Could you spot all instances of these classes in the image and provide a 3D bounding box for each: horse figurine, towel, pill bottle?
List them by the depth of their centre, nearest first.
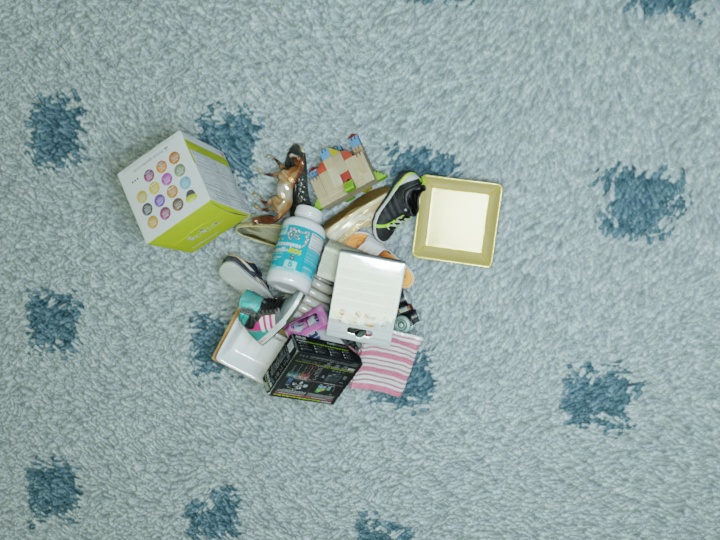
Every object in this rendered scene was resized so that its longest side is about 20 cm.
[{"bbox_3d":[-0.148,-0.051,1.665,0.109,0.111,0.203,12,73,8],"label":"pill bottle"},{"bbox_3d":[-0.206,-0.199,1.726,0.131,0.050,0.203,20,98,26],"label":"horse figurine"},{"bbox_3d":[0.062,0.228,1.727,0.144,0.030,0.202,11,124,-9],"label":"towel"}]

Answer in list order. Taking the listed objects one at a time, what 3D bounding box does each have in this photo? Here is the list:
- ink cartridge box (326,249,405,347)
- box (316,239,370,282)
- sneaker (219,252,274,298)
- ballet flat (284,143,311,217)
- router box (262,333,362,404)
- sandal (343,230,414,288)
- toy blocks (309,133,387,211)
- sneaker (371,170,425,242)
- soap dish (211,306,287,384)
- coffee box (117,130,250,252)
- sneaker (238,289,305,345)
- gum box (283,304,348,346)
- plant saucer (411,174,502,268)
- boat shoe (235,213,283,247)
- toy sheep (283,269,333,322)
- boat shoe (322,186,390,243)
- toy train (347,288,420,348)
[{"bbox_3d":[0.013,0.064,1.625,0.157,0.047,0.204,10,100,1],"label":"ink cartridge box"},{"bbox_3d":[0.000,0.000,1.678,0.197,0.068,0.083,21,109,0],"label":"box"},{"bbox_3d":[-0.279,0.035,1.797,0.078,0.080,0.201,-28,117,20],"label":"sneaker"},{"bbox_3d":[-0.155,-0.216,1.756,0.066,0.056,0.204,0,93,38],"label":"ballet flat"},{"bbox_3d":[-0.114,0.240,1.670,0.198,0.062,0.151,17,120,-35],"label":"router box"},{"bbox_3d":[0.047,-0.026,1.732,0.205,0.059,0.080,33,102,4],"label":"sandal"},{"bbox_3d":[-0.051,-0.246,1.712,0.198,0.100,0.139,-27,81,13],"label":"toy blocks"},{"bbox_3d":[0.094,-0.144,1.674,0.083,0.071,0.202,45,121,35],"label":"sneaker"},{"bbox_3d":[-0.259,0.198,1.788,0.198,0.081,0.159,28,102,-12],"label":"soap dish"},{"bbox_3d":[-0.426,-0.183,1.703,0.198,0.200,0.200,-30,76,14],"label":"coffee box"},{"bbox_3d":[-0.225,0.085,1.658,0.120,0.084,0.200,41,125,-10],"label":"sneaker"},{"bbox_3d":[-0.100,0.181,1.717,0.112,0.067,0.201,-29,135,2],"label":"gum box"},{"bbox_3d":[0.234,-0.121,1.690,0.196,0.048,0.204,8,99,8],"label":"plant saucer"},{"bbox_3d":[-0.216,-0.088,1.760,0.198,0.063,0.074,20,122,9],"label":"boat shoe"},{"bbox_3d":[-0.131,0.062,1.744,0.136,0.138,0.202,28,95,5],"label":"toy sheep"},{"bbox_3d":[0.001,-0.133,1.725,0.198,0.074,0.070,-32,115,5],"label":"boat shoe"},{"bbox_3d":[0.048,0.121,1.745,0.197,0.085,0.116,-23,84,12],"label":"toy train"}]
